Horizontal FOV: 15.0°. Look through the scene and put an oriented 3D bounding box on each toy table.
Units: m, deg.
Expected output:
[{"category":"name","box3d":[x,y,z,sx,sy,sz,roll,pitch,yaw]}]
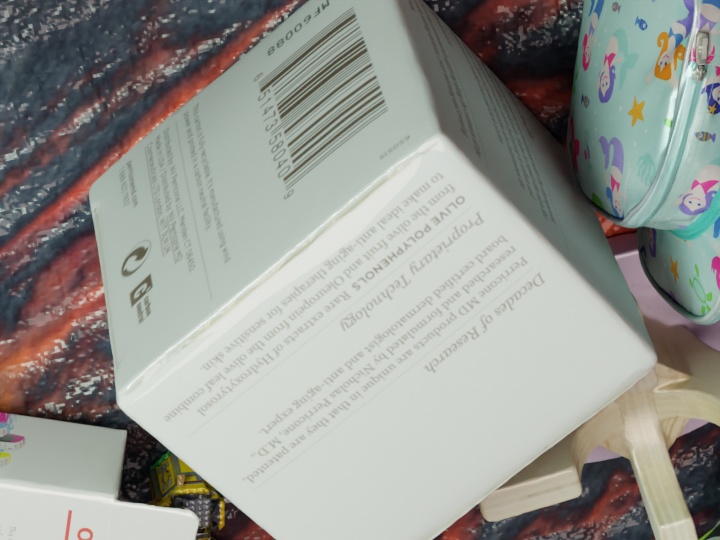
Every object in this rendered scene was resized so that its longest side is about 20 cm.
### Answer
[{"category":"toy table","box3d":[0.144,0.064,1.417,0.200,0.117,0.184,-27,121,6]}]

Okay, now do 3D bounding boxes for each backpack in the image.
[{"category":"backpack","box3d":[0.183,-0.072,1.294,0.150,0.178,0.200,-3,106,-13]}]

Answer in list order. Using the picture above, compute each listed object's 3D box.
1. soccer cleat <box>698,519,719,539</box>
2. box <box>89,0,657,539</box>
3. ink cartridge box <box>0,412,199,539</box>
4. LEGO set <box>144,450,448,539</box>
[{"category":"soccer cleat","box3d":[0.229,0.141,1.499,0.068,0.081,0.200,23,113,-23]},{"category":"box","box3d":[0.000,0.000,1.301,0.200,0.199,0.171,-39,120,14]},{"category":"ink cartridge box","box3d":[-0.186,0.137,1.402,0.200,0.068,0.115,9,119,-4]},{"category":"LEGO set","box3d":[-0.046,0.192,1.451,0.154,0.116,0.200,4,118,-14]}]
